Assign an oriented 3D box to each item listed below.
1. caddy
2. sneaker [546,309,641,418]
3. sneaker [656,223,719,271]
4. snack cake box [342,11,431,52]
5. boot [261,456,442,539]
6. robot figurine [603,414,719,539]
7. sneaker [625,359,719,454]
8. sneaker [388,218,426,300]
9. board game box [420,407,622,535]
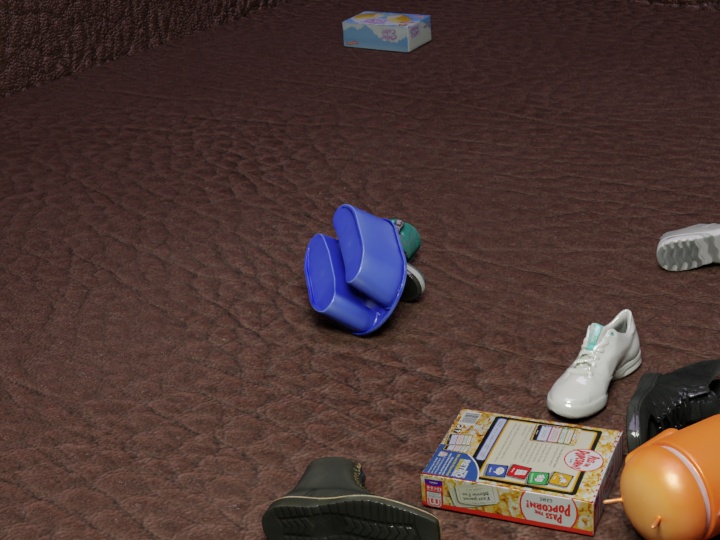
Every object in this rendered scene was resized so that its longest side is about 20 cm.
[{"bbox_3d":[0.000,0.000,1.857,0.105,0.141,0.200,27,31,-31],"label":"caddy"},{"bbox_3d":[0.297,0.114,1.638,0.075,0.089,0.200,14,31,32],"label":"sneaker"},{"bbox_3d":[0.552,-0.050,1.952,0.199,0.075,0.082,-2,27,9],"label":"sneaker"},{"bbox_3d":[0.067,-0.608,3.243,0.199,0.068,0.115,11,29,32],"label":"snack cake box"},{"bbox_3d":[0.006,0.252,1.425,0.199,0.078,0.138,5,22,18],"label":"boot"},{"bbox_3d":[0.360,0.225,1.362,0.199,0.117,0.144,-18,63,-26],"label":"robot figurine"},{"bbox_3d":[0.386,0.164,1.547,0.104,0.060,0.200,0,22,22],"label":"sneaker"},{"bbox_3d":[0.058,-0.020,1.985,0.121,0.084,0.200,-33,34,-29],"label":"sneaker"},{"bbox_3d":[0.188,0.226,1.469,0.199,0.047,0.152,6,27,23],"label":"board game box"}]
